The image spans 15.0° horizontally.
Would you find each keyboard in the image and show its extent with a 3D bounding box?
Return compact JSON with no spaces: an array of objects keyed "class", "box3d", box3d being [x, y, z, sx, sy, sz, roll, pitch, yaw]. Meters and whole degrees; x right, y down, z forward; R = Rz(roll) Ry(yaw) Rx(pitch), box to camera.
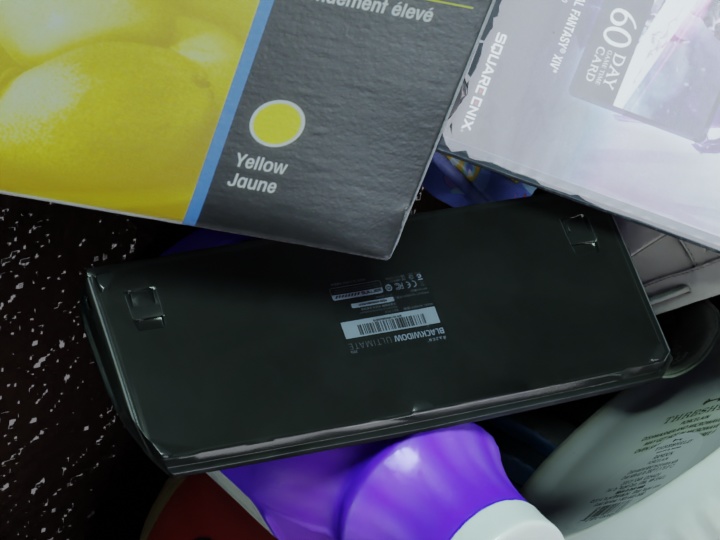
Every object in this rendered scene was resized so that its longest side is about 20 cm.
[{"class":"keyboard","box3d":[0.000,0.000,0.930,0.199,0.128,0.021,-9,154,-24]}]

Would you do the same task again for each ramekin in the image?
[{"class":"ramekin","box3d":[0.146,0.095,1.034,0.200,0.200,0.105,-39,99,-15]}]

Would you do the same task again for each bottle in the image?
[{"class":"bottle","box3d":[-0.008,0.056,0.957,0.083,0.200,0.065,-40,137,-14]}]

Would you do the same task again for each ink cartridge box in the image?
[{"class":"ink cartridge box","box3d":[-0.052,-0.106,0.821,0.197,0.047,0.201,10,126,-16]}]

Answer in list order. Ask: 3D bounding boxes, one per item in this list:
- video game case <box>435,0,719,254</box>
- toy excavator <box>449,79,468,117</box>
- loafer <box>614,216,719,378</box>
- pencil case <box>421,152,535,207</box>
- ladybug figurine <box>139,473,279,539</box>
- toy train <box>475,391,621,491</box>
[{"class":"video game case","box3d":[0.138,-0.077,0.950,0.199,0.019,0.143,19,99,-13]},{"class":"toy excavator","box3d":[-0.067,-0.127,0.874,0.199,0.100,0.195,-11,129,-19]},{"class":"loafer","box3d":[0.104,0.013,1.067,0.070,0.070,0.200,-24,166,-19]},{"class":"pencil case","box3d":[0.078,-0.115,1.012,0.087,0.078,0.200,36,91,-28]},{"class":"ladybug figurine","box3d":[-0.013,0.120,0.995,0.135,0.200,0.072,-27,130,-20]},{"class":"toy train","box3d":[0.138,0.083,1.192,0.199,0.087,0.115,-27,125,-26]}]
